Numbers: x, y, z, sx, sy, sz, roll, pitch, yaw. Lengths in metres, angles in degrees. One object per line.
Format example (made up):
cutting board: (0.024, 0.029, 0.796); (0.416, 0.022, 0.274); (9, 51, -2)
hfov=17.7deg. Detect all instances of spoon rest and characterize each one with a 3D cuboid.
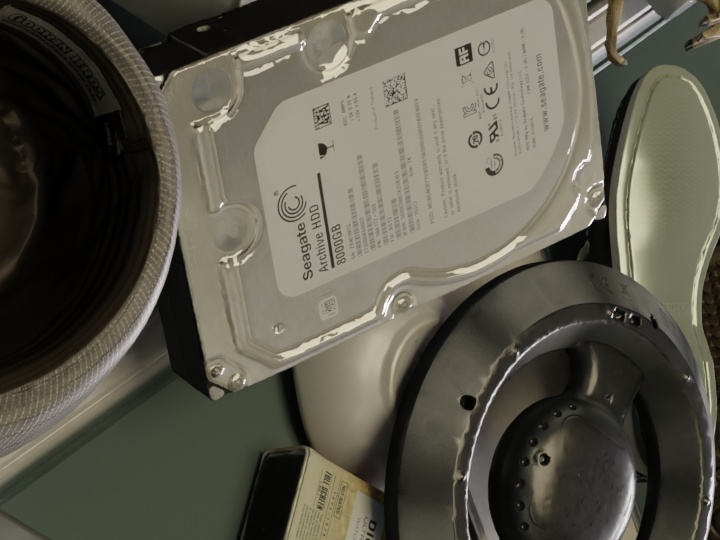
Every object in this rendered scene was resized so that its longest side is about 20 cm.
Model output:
spoon rest: (0.000, 0.000, 0.990); (0.099, 0.060, 0.201); (-32, 123, -43)

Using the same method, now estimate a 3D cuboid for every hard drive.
hard drive: (0.006, -0.050, 0.905); (0.199, 0.038, 0.140); (-23, 121, -25)

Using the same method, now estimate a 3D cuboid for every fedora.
fedora: (-0.159, -0.023, 0.780); (0.200, 0.090, 0.178); (-28, 106, -38)

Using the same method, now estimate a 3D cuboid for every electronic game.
electronic game: (0.088, 0.095, 1.026); (0.199, 0.042, 0.201); (-2, 93, -40)

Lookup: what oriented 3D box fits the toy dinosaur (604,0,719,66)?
toy dinosaur: (0.149, -0.160, 1.102); (0.199, 0.058, 0.102); (-18, 83, -26)

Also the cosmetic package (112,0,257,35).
cosmetic package: (-0.023, -0.185, 0.928); (0.074, 0.102, 0.200); (32, 54, 10)

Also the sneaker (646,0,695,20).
sneaker: (0.194, -0.206, 1.215); (0.071, 0.073, 0.200); (44, 52, -3)

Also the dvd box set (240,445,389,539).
dvd box set: (0.015, 0.180, 0.995); (0.200, 0.029, 0.147); (33, 62, -40)

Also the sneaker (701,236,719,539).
sneaker: (0.208, 0.077, 1.191); (0.076, 0.070, 0.201); (-41, 127, -65)

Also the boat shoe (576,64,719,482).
boat shoe: (0.133, 0.001, 1.122); (0.075, 0.060, 0.201); (12, 79, -32)

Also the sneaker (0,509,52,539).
sneaker: (-0.124, 0.153, 0.816); (0.199, 0.076, 0.115); (34, 64, -37)
